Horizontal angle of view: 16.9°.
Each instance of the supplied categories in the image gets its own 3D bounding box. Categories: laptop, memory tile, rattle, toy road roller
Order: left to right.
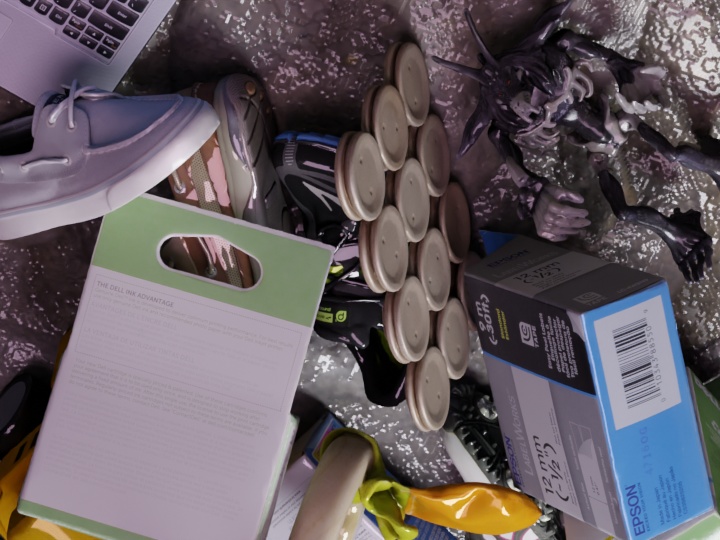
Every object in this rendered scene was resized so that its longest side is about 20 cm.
[{"bbox_3d":[-0.189,-0.165,1.343,0.186,0.116,0.200,30,119,-18],"label":"laptop"},{"bbox_3d":[-0.146,0.115,1.513,0.123,0.146,0.200,38,116,-23],"label":"toy road roller"},{"bbox_3d":[0.003,0.200,1.428,0.142,0.201,0.130,30,130,-5],"label":"rattle"},{"bbox_3d":[0.032,-0.021,1.420,0.017,0.154,0.201,-4,124,22],"label":"memory tile"}]

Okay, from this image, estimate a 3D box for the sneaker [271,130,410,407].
[{"bbox_3d":[0.000,0.000,1.468,0.070,0.083,0.200,5,132,39],"label":"sneaker"}]

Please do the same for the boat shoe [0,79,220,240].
[{"bbox_3d":[-0.164,-0.075,1.407,0.199,0.072,0.069,-12,121,48],"label":"boat shoe"}]

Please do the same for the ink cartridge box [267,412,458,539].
[{"bbox_3d":[-0.003,0.214,1.588,0.200,0.076,0.136,46,116,-4],"label":"ink cartridge box"}]

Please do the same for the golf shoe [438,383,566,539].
[{"bbox_3d":[0.095,0.162,1.590,0.088,0.077,0.200,-23,120,26],"label":"golf shoe"}]

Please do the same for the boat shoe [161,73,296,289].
[{"bbox_3d":[-0.081,-0.019,1.462,0.071,0.076,0.202,-5,106,14],"label":"boat shoe"}]

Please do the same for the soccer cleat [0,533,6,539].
[{"bbox_3d":[-0.237,0.201,1.573,0.068,0.086,0.200,-32,148,7],"label":"soccer cleat"}]

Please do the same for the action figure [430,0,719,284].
[{"bbox_3d":[0.137,-0.078,1.410,0.199,0.102,0.119,29,105,-18],"label":"action figure"}]

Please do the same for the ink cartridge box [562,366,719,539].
[{"bbox_3d":[0.180,0.128,1.490,0.103,0.201,0.059,-33,117,20],"label":"ink cartridge box"}]

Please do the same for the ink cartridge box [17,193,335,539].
[{"bbox_3d":[-0.105,0.067,1.428,0.144,0.048,0.202,15,84,8],"label":"ink cartridge box"}]

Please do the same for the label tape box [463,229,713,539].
[{"bbox_3d":[0.116,0.063,1.431,0.066,0.200,0.144,-22,109,-24],"label":"label tape box"}]
